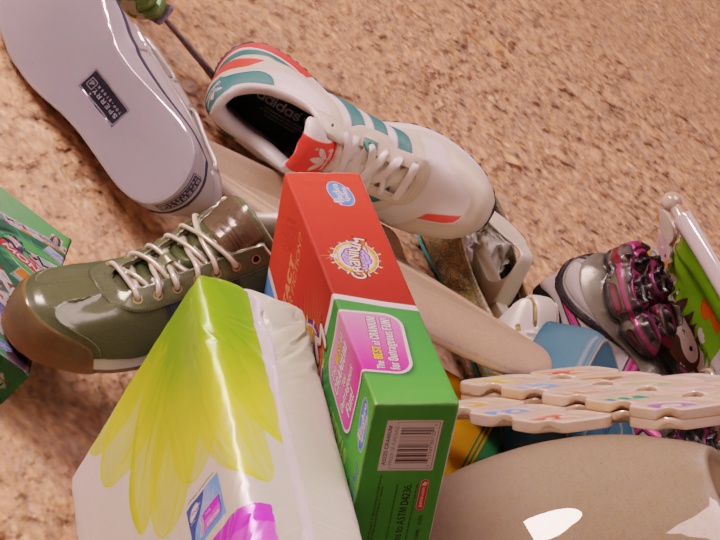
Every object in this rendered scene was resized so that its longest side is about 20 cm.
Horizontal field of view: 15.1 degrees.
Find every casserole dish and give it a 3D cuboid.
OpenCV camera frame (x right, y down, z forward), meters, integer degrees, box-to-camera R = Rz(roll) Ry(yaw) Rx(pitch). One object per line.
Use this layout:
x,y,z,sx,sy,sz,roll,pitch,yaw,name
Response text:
0.131,0.105,1.665,0.200,0.039,0.121,-54,131,-64,casserole dish

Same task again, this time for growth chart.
0.222,0.052,1.815,0.018,0.200,0.145,-19,54,-18,growth chart

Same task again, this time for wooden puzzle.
0.000,0.000,1.635,0.185,0.037,0.200,25,10,-37,wooden puzzle

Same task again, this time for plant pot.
0.145,0.163,1.402,0.200,0.134,0.200,52,17,-23,plant pot

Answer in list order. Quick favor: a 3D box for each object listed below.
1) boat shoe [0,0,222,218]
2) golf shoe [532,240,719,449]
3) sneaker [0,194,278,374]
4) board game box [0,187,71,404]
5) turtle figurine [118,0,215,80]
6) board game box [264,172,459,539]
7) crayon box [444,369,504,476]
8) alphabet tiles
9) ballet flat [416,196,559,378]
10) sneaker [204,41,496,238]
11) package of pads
-0.143,-0.110,1.596,0.200,0.072,0.066,50,7,25,boat shoe
0.177,0.085,1.787,0.073,0.092,0.200,-9,82,-59,golf shoe
-0.086,-0.003,1.395,0.200,0.090,0.067,-3,46,-43,sneaker
-0.242,-0.032,1.375,0.200,0.029,0.135,38,26,-17,board game box
-0.125,-0.234,1.672,0.200,0.144,0.194,38,-2,-1,turtle figurine
-0.009,0.068,1.310,0.040,0.153,0.200,1,32,-16,board game box
-0.007,0.084,1.525,0.200,0.058,0.119,31,29,-28,crayon box
0.147,0.069,1.510,0.195,0.200,0.015,-6,96,-31,alphabet tiles
0.094,0.022,1.762,0.071,0.071,0.200,20,36,-43,ballet flat
-0.011,-0.069,1.701,0.200,0.070,0.093,30,22,-2,sneaker
-0.069,0.126,1.260,0.068,0.155,0.200,15,38,-26,package of pads
